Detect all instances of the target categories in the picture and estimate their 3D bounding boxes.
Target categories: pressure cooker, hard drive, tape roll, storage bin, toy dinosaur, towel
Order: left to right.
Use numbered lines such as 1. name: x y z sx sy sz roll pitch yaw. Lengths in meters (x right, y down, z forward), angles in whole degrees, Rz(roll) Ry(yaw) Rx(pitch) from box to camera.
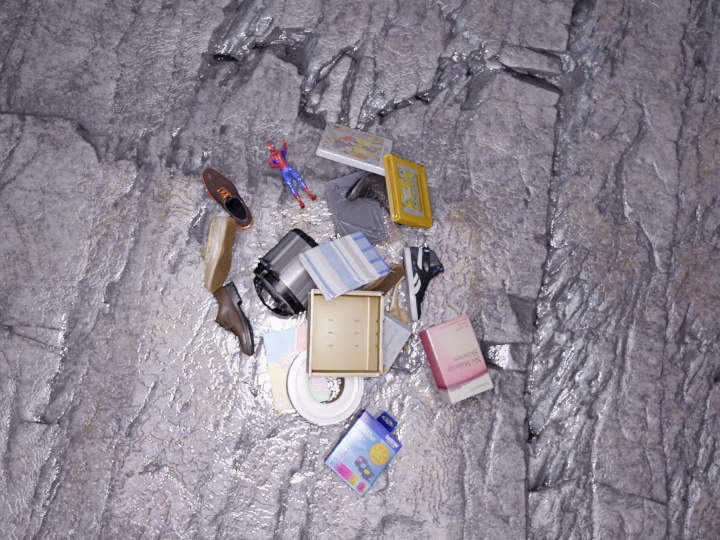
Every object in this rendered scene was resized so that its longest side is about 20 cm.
1. pressure cooker: -0.181 0.014 1.626 0.176 0.179 0.200 43 79 0
2. tape roll: -0.091 0.288 1.601 0.197 0.071 0.208 2 80 -12
3. towel: -0.038 -0.014 1.534 0.197 0.024 0.148 -23 64 -32
4. storage bin: -0.035 0.155 1.541 0.193 0.094 0.206 3 84 -14
5. hard drive: -0.014 -0.163 1.740 0.132 0.042 0.205 -18 82 -8
6. toy dinosaur: 0.085 0.123 1.706 0.099 0.058 0.206 -6 89 -22

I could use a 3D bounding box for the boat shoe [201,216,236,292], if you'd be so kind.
1. boat shoe: -0.386 -0.046 1.676 0.068 0.073 0.205 13 88 22

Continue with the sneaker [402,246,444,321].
1. sneaker: 0.178 0.032 1.710 0.109 0.073 0.206 -4 80 -5

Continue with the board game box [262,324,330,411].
1. board game box: -0.169 0.253 1.657 0.149 0.040 0.205 -10 82 -7

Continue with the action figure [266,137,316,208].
1. action figure: -0.197 -0.276 1.717 0.065 0.099 0.202 -35 83 -11

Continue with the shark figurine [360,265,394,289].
1. shark figurine: 0.004 0.010 1.639 0.127 0.214 0.091 33 109 15

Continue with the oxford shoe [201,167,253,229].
1. oxford shoe: -0.359 -0.204 1.698 0.071 0.073 0.201 -41 86 -10

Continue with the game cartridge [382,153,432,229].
1. game cartridge: 0.133 -0.210 1.698 0.032 0.198 0.181 -13 80 34

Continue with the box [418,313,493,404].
1. box: 0.251 0.235 1.666 0.125 0.109 0.205 -19 82 -9

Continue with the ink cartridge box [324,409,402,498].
1. ink cartridge box: 0.016 0.457 1.625 0.136 0.076 0.201 40 78 2

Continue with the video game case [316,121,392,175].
1. video game case: -0.012 -0.337 1.721 0.195 0.023 0.184 16 37 -3

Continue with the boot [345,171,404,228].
1. boot: 0.066 -0.189 1.702 0.176 0.069 0.200 53 51 -4

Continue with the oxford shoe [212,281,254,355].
1. oxford shoe: -0.333 0.138 1.649 0.083 0.073 0.203 -24 72 -6

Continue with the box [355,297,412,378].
1. box: 0.015 0.166 1.653 0.197 0.041 0.158 32 111 2

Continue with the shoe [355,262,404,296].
1. shoe: 0.034 0.050 1.709 0.199 0.053 0.070 -39 129 -8
